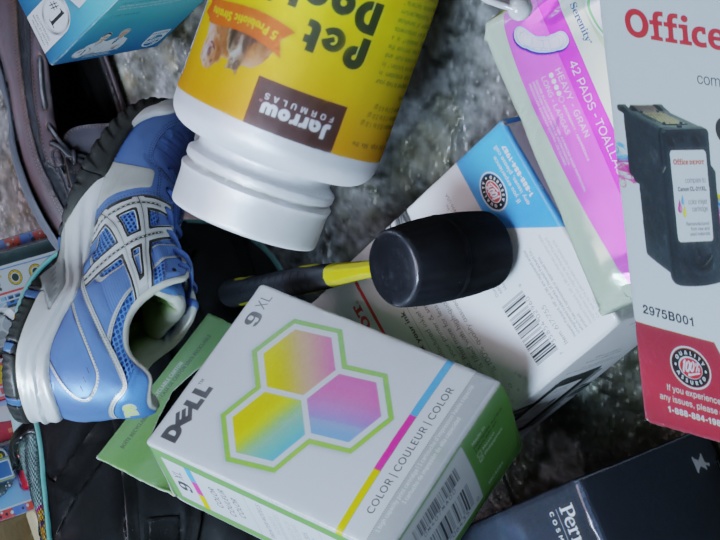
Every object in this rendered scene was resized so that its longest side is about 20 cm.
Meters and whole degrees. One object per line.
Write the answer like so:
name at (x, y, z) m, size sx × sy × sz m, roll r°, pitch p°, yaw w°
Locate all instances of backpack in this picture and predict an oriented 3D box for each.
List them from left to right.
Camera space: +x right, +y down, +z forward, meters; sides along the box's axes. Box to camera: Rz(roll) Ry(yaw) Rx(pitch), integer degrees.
backpack at (-0.105, 0.080, 1.474) m, size 0.153 × 0.175 × 0.201 m, roll 115°, pitch 141°, yaw -70°

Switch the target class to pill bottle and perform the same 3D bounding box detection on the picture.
pill bottle at (-0.025, -0.116, 1.348) m, size 0.109 × 0.109 × 0.201 m, roll 26°, pitch 101°, yaw 36°

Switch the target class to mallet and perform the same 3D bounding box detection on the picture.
mallet at (0.000, 0.000, 1.356) m, size 0.200 × 0.066 × 0.041 m, roll -9°, pitch 92°, yaw 60°

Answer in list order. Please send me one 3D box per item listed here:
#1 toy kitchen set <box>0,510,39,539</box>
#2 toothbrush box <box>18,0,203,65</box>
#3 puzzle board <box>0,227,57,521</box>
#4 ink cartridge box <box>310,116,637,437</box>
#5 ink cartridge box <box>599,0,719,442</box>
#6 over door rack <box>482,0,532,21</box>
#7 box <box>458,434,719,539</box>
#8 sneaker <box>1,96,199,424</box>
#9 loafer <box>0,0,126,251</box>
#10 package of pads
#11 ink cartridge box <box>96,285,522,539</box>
toy kitchen set at (-0.224, 0.178, 1.613) m, size 0.163 × 0.180 × 0.201 m, roll -22°, pitch 87°, yaw 46°
toothbrush box at (-0.117, -0.226, 1.459) m, size 0.200 × 0.085 × 0.147 m, roll -40°, pitch 73°, yaw 43°
puzzle board at (-0.197, 0.059, 1.537) m, size 0.017 × 0.199 × 0.152 m, roll -20°, pitch 88°, yaw 55°
ink cartridge box at (0.061, 0.021, 1.369) m, size 0.200 × 0.068 × 0.116 m, roll -42°, pitch 71°, yaw 42°
ink cartridge box at (0.181, -0.030, 1.104) m, size 0.145 × 0.083 × 0.201 m, roll 14°, pitch 119°, yaw 48°
over door rack at (0.134, -0.205, 1.175) m, size 0.067 × 0.148 × 0.200 m, roll 38°, pitch 124°, yaw -15°
box at (0.101, 0.187, 1.351) m, size 0.200 × 0.107 × 0.149 m, roll -30°, pitch 80°, yaw 44°
sneaker at (-0.114, -0.002, 1.387) m, size 0.077 × 0.201 × 0.076 m, roll 8°, pitch 147°, yaw 15°
loafer at (-0.162, -0.086, 1.557) m, size 0.063 × 0.072 × 0.201 m, roll -32°, pitch 76°, yaw 40°
package of pads at (0.165, -0.089, 1.219) m, size 0.199 × 0.068 × 0.155 m, roll -26°, pitch 84°, yaw 33°
ink cartridge box at (-0.033, 0.075, 1.331) m, size 0.199 × 0.104 × 0.059 m, roll 22°, pitch 153°, yaw 30°
